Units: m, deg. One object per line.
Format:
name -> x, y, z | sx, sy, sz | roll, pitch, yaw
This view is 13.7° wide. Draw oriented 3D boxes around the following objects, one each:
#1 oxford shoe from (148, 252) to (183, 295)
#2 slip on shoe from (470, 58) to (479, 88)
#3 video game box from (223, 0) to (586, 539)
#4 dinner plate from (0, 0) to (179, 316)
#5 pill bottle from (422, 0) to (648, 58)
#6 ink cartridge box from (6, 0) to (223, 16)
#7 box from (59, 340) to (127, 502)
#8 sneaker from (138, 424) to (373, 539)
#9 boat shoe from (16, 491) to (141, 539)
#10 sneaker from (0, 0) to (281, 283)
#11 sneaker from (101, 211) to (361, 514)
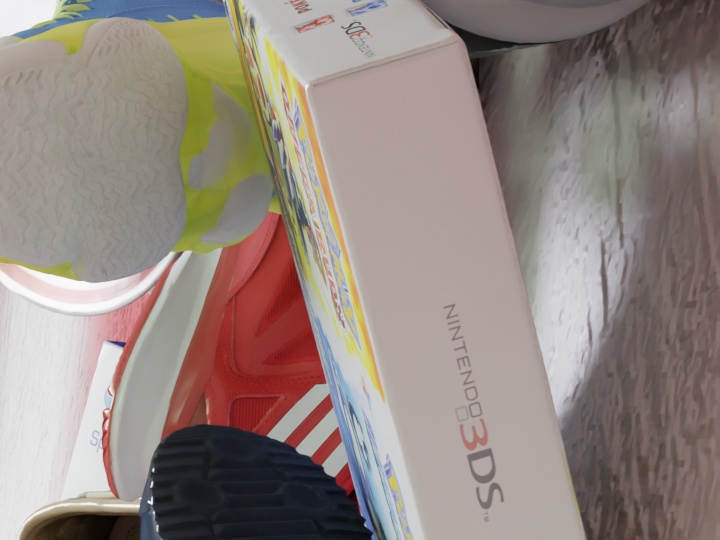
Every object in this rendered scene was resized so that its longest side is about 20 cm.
oxford shoe -> -0.059, -0.017, 1.139 | 0.058, 0.075, 0.201 | -22, 95, 56
slip on shoe -> 0.020, -0.084, 1.070 | 0.060, 0.076, 0.201 | 31, 100, 35
video game box -> 0.015, 0.020, 0.800 | 0.182, 0.047, 0.201 | -129, 23, -72
dinner plate -> -0.110, -0.084, 1.061 | 0.200, 0.024, 0.202 | 19, 115, 46
pill bottle -> 0.040, -0.122, 0.896 | 0.200, 0.113, 0.115 | -177, 102, -77
ink cartridge box -> -0.041, -0.175, 1.151 | 0.129, 0.199, 0.126 | -66, 34, 35
box -> -0.061, 0.115, 1.081 | 0.119, 0.041, 0.201 | 18, 96, 36
sneaker -> -0.024, 0.126, 0.794 | 0.200, 0.070, 0.082 | -112, 35, -50
boat shoe -> -0.042, 0.109, 0.976 | 0.199, 0.065, 0.073 | 12, 89, 52
sneaker -> -0.079, -0.047, 0.899 | 0.105, 0.199, 0.076 | 22, 105, 38
sneaker -> 0.000, 0.000, 0.988 | 0.078, 0.115, 0.201 | 77, -149, -66
